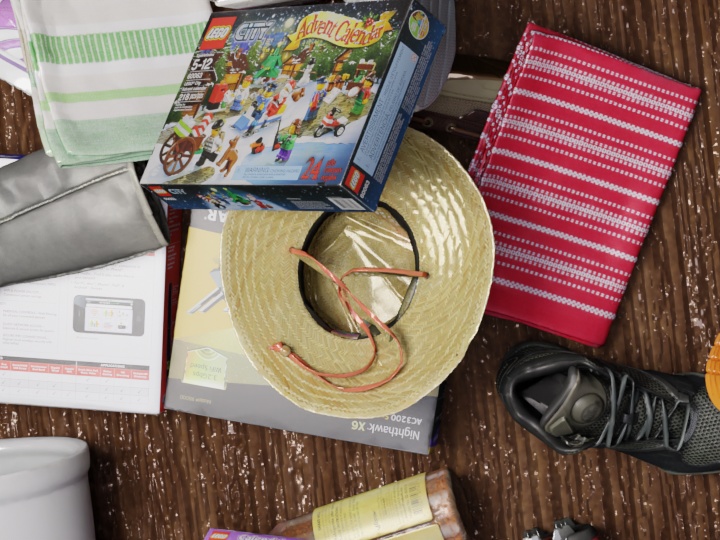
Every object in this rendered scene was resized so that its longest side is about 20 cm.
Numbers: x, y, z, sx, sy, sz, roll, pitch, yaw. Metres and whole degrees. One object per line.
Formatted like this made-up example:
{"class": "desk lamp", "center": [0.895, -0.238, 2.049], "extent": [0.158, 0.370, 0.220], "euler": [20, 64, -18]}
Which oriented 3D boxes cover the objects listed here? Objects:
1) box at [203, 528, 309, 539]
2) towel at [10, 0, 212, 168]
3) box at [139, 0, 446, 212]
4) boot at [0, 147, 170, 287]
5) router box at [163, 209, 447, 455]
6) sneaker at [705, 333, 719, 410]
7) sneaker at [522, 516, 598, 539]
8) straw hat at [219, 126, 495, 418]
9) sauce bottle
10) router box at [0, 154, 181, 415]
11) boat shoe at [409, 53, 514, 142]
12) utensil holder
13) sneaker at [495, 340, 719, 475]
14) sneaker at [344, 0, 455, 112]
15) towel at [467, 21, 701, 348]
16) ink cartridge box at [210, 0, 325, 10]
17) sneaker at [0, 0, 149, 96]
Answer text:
{"class": "box", "center": [-0.041, 0.282, 1.687], "extent": [0.136, 0.039, 0.201], "euler": [5, 119, 15]}
{"class": "towel", "center": [-0.170, -0.173, 1.655], "extent": [0.152, 0.023, 0.201], "euler": [-9, 74, -26]}
{"class": "box", "center": [-0.047, -0.108, 1.563], "extent": [0.199, 0.038, 0.137], "euler": [2, 65, 45]}
{"class": "boot", "center": [-0.254, -0.064, 1.668], "extent": [0.199, 0.073, 0.183], "euler": [-22, 105, 17]}
{"class": "router box", "center": [-0.032, 0.036, 1.700], "extent": [0.198, 0.052, 0.159], "euler": [9, 96, 8]}
{"class": "sneaker", "center": [0.311, 0.017, 1.645], "extent": [0.092, 0.076, 0.201], "euler": [25, 84, -29]}
{"class": "sneaker", "center": [0.085, 0.250, 1.692], "extent": [0.199, 0.071, 0.099], "euler": [-18, 90, 9]}
{"class": "straw hat", "center": [0.000, 0.000, 1.621], "extent": [0.199, 0.085, 0.203], "euler": [0, 87, 7]}
{"class": "sauce bottle", "center": [-0.018, 0.199, 1.708], "extent": [0.199, 0.066, 0.066], "euler": [-17, 92, 10]}
{"class": "router box", "center": [-0.232, 0.007, 1.732], "extent": [0.198, 0.049, 0.181], "euler": [4, 96, 9]}
{"class": "boat shoe", "center": [0.022, -0.118, 1.668], "extent": [0.198, 0.072, 0.073], "euler": [5, 111, -5]}
{"class": "utensil holder", "center": [-0.266, 0.234, 1.701], "extent": [0.169, 0.170, 0.202], "euler": [-6, 97, 9]}
{"class": "sneaker", "center": [0.189, 0.102, 1.643], "extent": [0.198, 0.114, 0.077], "euler": [16, 99, 5]}
{"class": "sneaker", "center": [0.024, -0.185, 1.631], "extent": [0.070, 0.201, 0.073], "euler": [-12, 138, 24]}
{"class": "towel", "center": [0.143, -0.056, 1.653], "extent": [0.144, 0.022, 0.201], "euler": [19, 96, -18]}
{"class": "ink cartridge box", "center": [-0.064, -0.239, 1.606], "extent": [0.067, 0.200, 0.117], "euler": [-8, 94, 10]}
{"class": "sneaker", "center": [-0.225, -0.183, 1.709], "extent": [0.200, 0.073, 0.115], "euler": [29, 93, -3]}
